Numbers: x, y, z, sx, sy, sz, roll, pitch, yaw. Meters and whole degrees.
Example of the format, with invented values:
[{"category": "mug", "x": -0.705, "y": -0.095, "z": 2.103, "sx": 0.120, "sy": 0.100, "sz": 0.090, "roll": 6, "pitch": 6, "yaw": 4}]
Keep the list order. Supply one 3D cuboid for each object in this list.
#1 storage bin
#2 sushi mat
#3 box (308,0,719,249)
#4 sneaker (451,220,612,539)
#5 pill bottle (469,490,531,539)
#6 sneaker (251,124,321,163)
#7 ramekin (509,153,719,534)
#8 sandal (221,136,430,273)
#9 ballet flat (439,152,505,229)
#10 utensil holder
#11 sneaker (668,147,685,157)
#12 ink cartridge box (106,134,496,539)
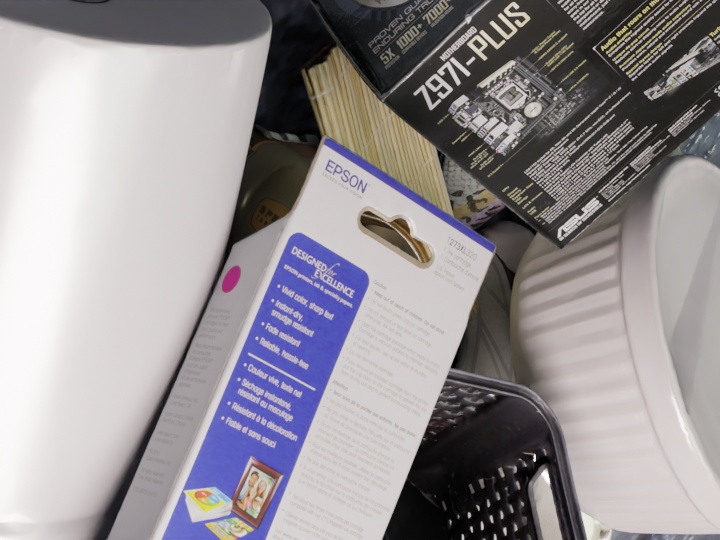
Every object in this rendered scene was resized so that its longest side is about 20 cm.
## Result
[{"category": "storage bin", "x": 0.000, "y": 0.117, "z": 0.807, "sx": 0.200, "sy": 0.135, "sz": 0.094, "roll": 14, "pitch": 143, "yaw": -38}, {"category": "sushi mat", "x": 0.019, "y": -0.034, "z": 0.892, "sx": 0.096, "sy": 0.012, "sz": 0.200, "roll": -57, "pitch": 139, "yaw": -47}, {"category": "box", "x": 0.106, "y": -0.130, "z": 0.812, "sx": 0.200, "sy": 0.086, "sz": 0.164, "roll": -42, "pitch": 140, "yaw": 13}, {"category": "sneaker", "x": 0.081, "y": 0.077, "z": 1.012, "sx": 0.081, "sy": 0.075, "sz": 0.200, "roll": -20, "pitch": 93, "yaw": -25}, {"category": "pill bottle", "x": 0.047, "y": 0.168, "z": 1.053, "sx": 0.200, "sy": 0.116, "sz": 0.116, "roll": 25, "pitch": 98, "yaw": -52}, {"category": "sneaker", "x": -0.048, "y": -0.040, "z": 0.850, "sx": 0.200, "sy": 0.077, "sz": 0.082, "roll": 54, "pitch": 48, "yaw": -53}, {"category": "ramekin", "x": 0.157, "y": 0.046, "z": 0.961, "sx": 0.202, "sy": 0.094, "sz": 0.203, "roll": 30, "pitch": 53, "yaw": -50}, {"category": "sandal", "x": 0.000, "y": 0.000, "z": 0.806, "sx": 0.200, "sy": 0.054, "sz": 0.080, "roll": 32, "pitch": 80, "yaw": -56}, {"category": "ballet flat", "x": 0.092, "y": -0.099, "z": 0.939, "sx": 0.072, "sy": 0.072, "sz": 0.201, "roll": -9, "pitch": 124, "yaw": -44}, {"category": "utensil holder", "x": -0.129, "y": -0.017, "z": 0.681, "sx": 0.170, "sy": 0.170, "sz": 0.200, "roll": -6, "pitch": 121, "yaw": -45}, {"category": "sneaker", "x": 0.172, "y": -0.041, "z": 1.050, "sx": 0.076, "sy": 0.080, "sz": 0.200, "roll": -57, "pitch": 147, "yaw": -18}, {"category": "ink cartridge box", "x": -0.025, "y": 0.060, "z": 0.670, "sx": 0.095, "sy": 0.037, "sz": 0.200, "roll": 31, "pitch": 77, "yaw": -33}]
